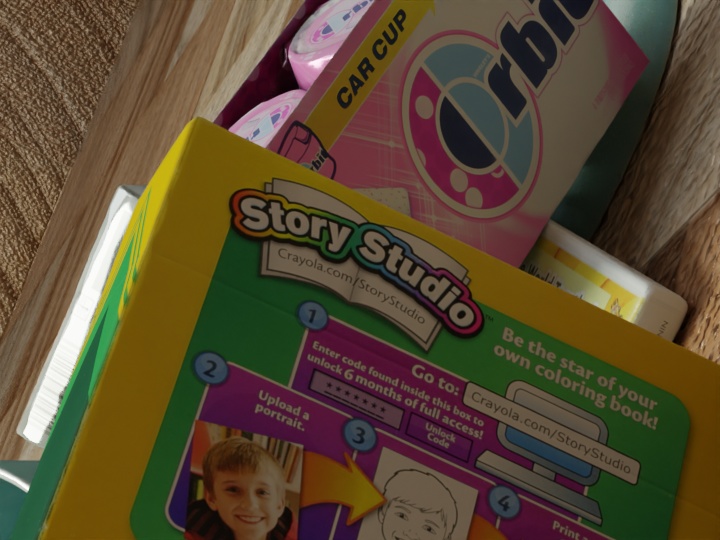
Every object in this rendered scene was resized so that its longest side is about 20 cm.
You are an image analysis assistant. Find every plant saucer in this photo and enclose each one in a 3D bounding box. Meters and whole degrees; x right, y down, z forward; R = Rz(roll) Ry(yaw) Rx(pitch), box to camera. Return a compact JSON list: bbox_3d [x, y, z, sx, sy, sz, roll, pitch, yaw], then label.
[{"bbox_3d":[0.079,-0.052,1.156,0.201,0.027,0.200,-61,11,20],"label":"plant saucer"}]

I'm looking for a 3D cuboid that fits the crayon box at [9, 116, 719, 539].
[{"bbox_3d":[0.008,0.072,0.759,0.058,0.199,0.173,-51,17,51],"label":"crayon box"}]

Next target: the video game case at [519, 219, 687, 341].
[{"bbox_3d":[0.043,0.068,1.003,0.183,0.023,0.200,-64,19,5],"label":"video game case"}]

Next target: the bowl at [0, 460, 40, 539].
[{"bbox_3d":[-0.140,0.178,1.328,0.105,0.201,0.201,-21,-25,-44],"label":"bowl"}]

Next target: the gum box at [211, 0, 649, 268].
[{"bbox_3d":[0.023,-0.059,1.007,0.066,0.114,0.200,-15,33,49],"label":"gum box"}]

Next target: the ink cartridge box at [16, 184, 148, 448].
[{"bbox_3d":[-0.112,0.028,1.554,0.163,0.050,0.200,-66,-18,11],"label":"ink cartridge box"}]
